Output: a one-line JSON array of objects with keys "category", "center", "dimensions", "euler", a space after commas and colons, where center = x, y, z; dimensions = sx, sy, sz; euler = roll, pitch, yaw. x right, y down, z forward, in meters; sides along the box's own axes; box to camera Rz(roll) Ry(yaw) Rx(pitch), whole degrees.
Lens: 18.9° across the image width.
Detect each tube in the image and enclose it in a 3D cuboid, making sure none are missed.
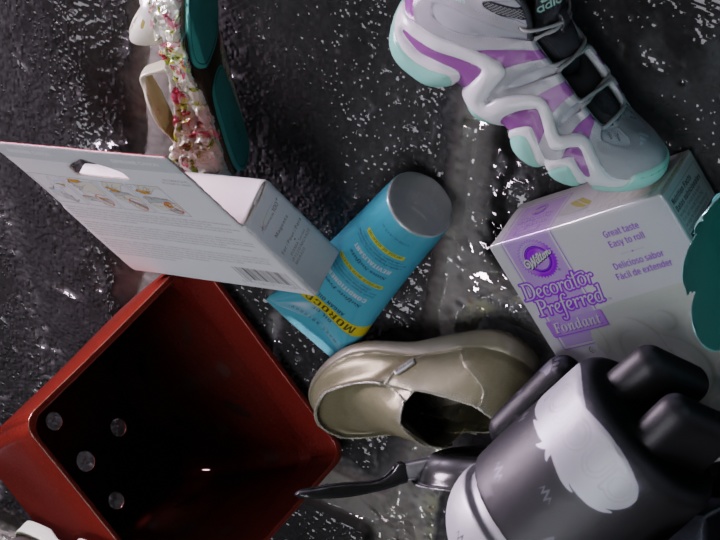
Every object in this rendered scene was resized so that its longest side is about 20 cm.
[{"category": "tube", "center": [0.000, 0.000, 1.539], "dimensions": [0.077, 0.050, 0.200], "euler": [44, 142, 2]}]

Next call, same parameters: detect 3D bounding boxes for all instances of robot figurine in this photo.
[{"category": "robot figurine", "center": [0.146, 0.138, 1.390], "dimensions": [0.125, 0.150, 0.200], "euler": [42, 112, -8]}]

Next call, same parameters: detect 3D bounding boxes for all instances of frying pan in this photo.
[{"category": "frying pan", "center": [0.057, 0.144, 1.562], "dimensions": [0.188, 0.115, 0.031], "euler": [0, 93, 15]}]

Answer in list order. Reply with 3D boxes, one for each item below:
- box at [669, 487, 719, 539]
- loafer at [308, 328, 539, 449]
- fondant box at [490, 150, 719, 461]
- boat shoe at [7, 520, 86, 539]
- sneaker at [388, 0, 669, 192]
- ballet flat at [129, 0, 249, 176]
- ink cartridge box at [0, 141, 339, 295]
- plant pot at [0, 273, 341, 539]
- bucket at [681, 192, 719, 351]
[{"category": "box", "center": [0.180, 0.253, 1.513], "dimensions": [0.195, 0.117, 0.202], "euler": [-1, 94, 33]}, {"category": "loafer", "center": [0.036, 0.092, 1.555], "dimensions": [0.199, 0.069, 0.076], "euler": [-17, 132, 40]}, {"category": "fondant box", "center": [0.197, 0.033, 1.423], "dimensions": [0.144, 0.058, 0.201], "euler": [-17, 112, 41]}, {"category": "boat shoe", "center": [-0.218, 0.237, 1.601], "dimensions": [0.201, 0.061, 0.072], "euler": [4, 132, 58]}, {"category": "sneaker", "center": [0.117, -0.143, 1.321], "dimensions": [0.199, 0.078, 0.140], "euler": [31, 136, 8]}, {"category": "ballet flat", "center": [-0.124, -0.145, 1.477], "dimensions": [0.063, 0.076, 0.201], "euler": [1, 124, 15]}, {"category": "ink cartridge box", "center": [-0.139, -0.052, 1.514], "dimensions": [0.199, 0.044, 0.174], "euler": [8, 152, 43]}, {"category": "plant pot", "center": [-0.174, 0.138, 1.666], "dimensions": [0.176, 0.200, 0.201], "euler": [-15, 115, 53]}, {"category": "bucket", "center": [0.300, -0.015, 1.260], "dimensions": [0.206, 0.135, 0.209], "euler": [17, 131, 20]}]
